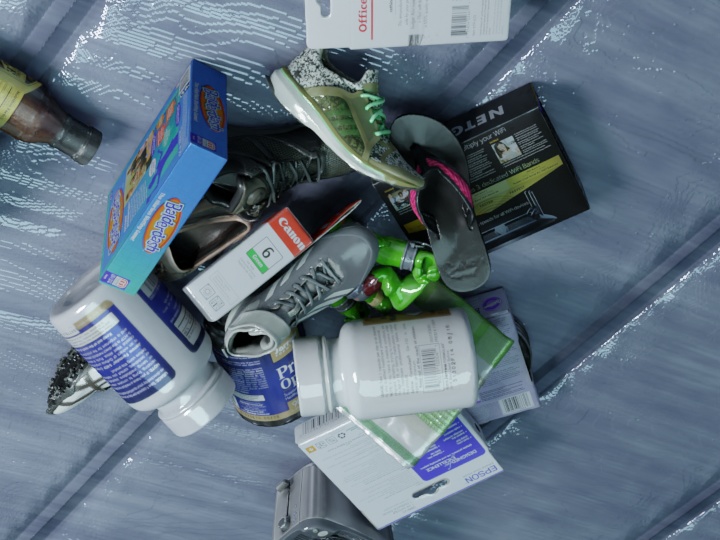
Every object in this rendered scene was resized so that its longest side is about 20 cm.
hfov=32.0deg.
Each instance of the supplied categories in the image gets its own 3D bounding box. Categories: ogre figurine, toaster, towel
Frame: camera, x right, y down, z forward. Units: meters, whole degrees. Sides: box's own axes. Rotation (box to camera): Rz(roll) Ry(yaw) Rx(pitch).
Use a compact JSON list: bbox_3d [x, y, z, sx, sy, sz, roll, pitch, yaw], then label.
[{"bbox_3d":[0.000,0.000,1.421,0.120,0.200,0.098,32,79,-17],"label":"ogre figurine"},{"bbox_3d":[-0.031,0.349,1.705,0.200,0.129,0.114,30,122,-27],"label":"toaster"},{"bbox_3d":[0.067,0.116,1.498,0.149,0.031,0.200,40,96,6],"label":"towel"}]

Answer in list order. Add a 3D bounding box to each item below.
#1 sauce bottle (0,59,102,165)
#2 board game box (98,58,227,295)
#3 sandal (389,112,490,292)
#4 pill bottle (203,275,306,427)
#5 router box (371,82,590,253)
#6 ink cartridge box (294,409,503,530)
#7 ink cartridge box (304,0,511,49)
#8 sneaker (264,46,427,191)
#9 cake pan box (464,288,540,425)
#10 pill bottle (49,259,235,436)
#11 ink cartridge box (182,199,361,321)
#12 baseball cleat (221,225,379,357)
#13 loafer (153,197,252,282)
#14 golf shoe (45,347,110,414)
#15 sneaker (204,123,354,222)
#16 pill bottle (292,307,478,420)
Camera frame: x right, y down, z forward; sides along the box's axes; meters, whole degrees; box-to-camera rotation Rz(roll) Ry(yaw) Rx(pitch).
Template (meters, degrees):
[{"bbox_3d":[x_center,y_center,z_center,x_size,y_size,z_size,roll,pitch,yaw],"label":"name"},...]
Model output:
[{"bbox_3d":[-0.355,-0.172,1.266,0.200,0.066,0.066,32,121,-30],"label":"sauce bottle"},{"bbox_3d":[-0.202,-0.095,1.290,0.045,0.152,0.200,24,125,-25],"label":"board game box"},{"bbox_3d":[0.086,-0.072,1.314,0.075,0.045,0.201,-20,96,13],"label":"sandal"},{"bbox_3d":[-0.120,0.081,1.476,0.111,0.112,0.200,-12,131,4],"label":"pill bottle"},{"bbox_3d":[0.132,-0.096,1.390,0.199,0.052,0.157,-24,128,14],"label":"router box"},{"bbox_3d":[0.051,0.227,1.600,0.198,0.043,0.200,-28,125,15],"label":"ink cartridge box"},{"bbox_3d":[0.043,-0.282,1.211,0.199,0.067,0.116,-3,131,-4],"label":"ink cartridge box"},{"bbox_3d":[-0.001,-0.160,1.271,0.200,0.077,0.089,40,104,3],"label":"sneaker"},{"bbox_3d":[0.118,0.123,1.580,0.199,0.052,0.185,-17,132,9],"label":"cake pan box"},{"bbox_3d":[-0.236,0.085,1.397,0.119,0.120,0.200,-32,110,20],"label":"pill bottle"},{"bbox_3d":[-0.096,-0.026,1.335,0.200,0.109,0.050,-40,96,-9],"label":"ink cartridge box"},{"bbox_3d":[-0.062,0.033,1.322,0.200,0.107,0.070,-38,107,19],"label":"baseball cleat"},{"bbox_3d":[-0.195,-0.031,1.397,0.200,0.063,0.072,-32,129,25],"label":"loafer"},{"bbox_3d":[-0.305,0.121,1.514,0.094,0.078,0.200,30,122,-28],"label":"golf shoe"},{"bbox_3d":[-0.080,-0.102,1.324,0.198,0.114,0.076,-1,133,-7],"label":"sneaker"},{"bbox_3d":[0.027,0.109,1.415,0.199,0.115,0.115,-7,131,-2],"label":"pill bottle"}]
